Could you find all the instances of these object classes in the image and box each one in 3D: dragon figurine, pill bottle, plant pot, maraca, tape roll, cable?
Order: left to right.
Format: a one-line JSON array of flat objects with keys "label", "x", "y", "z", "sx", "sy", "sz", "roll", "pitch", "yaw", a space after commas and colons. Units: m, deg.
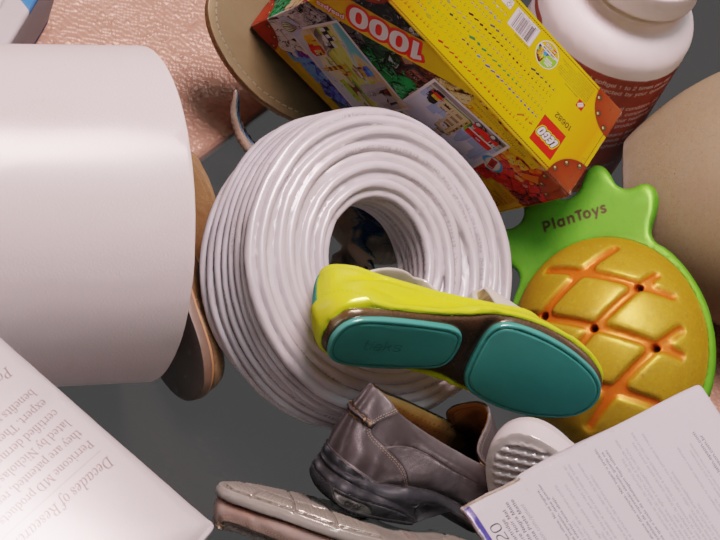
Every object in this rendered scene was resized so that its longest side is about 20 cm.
[{"label": "tape roll", "x": -0.192, "y": -0.032, "z": 1.305, "sx": 0.138, "sy": 0.203, "sz": 0.204, "roll": -2, "pitch": 55, "yaw": -24}, {"label": "dragon figurine", "x": -0.003, "y": -0.051, "z": 1.488, "sx": 0.200, "sy": 0.059, "sz": 0.099, "roll": 44, "pitch": 49, "yaw": 7}, {"label": "cable", "x": 0.000, "y": 0.000, "z": 1.379, "sx": 0.200, "sy": 0.069, "sz": 0.201, "roll": -44, "pitch": 107, "yaw": -29}, {"label": "pill bottle", "x": 0.162, "y": -0.151, "z": 1.540, "sx": 0.111, "sy": 0.200, "sz": 0.113, "roll": 11, "pitch": 52, "yaw": -14}, {"label": "maraca", "x": 0.157, "y": 0.030, "z": 1.450, "sx": 0.136, "sy": 0.107, "sz": 0.202, "roll": -17, "pitch": 70, "yaw": 10}, {"label": "plant pot", "x": 0.249, "y": -0.048, "z": 1.523, "sx": 0.133, "sy": 0.201, "sz": 0.202, "roll": -3, "pitch": 51, "yaw": 10}]

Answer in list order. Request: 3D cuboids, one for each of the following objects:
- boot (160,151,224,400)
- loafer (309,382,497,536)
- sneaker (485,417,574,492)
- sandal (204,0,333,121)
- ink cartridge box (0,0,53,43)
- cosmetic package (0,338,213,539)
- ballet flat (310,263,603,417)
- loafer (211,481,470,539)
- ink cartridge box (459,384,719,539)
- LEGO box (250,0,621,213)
[{"label": "boot", "x": -0.111, "y": -0.007, "z": 1.411, "sx": 0.075, "sy": 0.074, "sz": 0.201, "roll": 2, "pitch": 51, "yaw": -33}, {"label": "loafer", "x": 0.066, "y": 0.116, "z": 1.354, "sx": 0.199, "sy": 0.073, "sz": 0.073, "roll": 10, "pitch": 21, "yaw": -39}, {"label": "sneaker", "x": 0.141, "y": 0.146, "z": 1.357, "sx": 0.200, "sy": 0.073, "sz": 0.082, "roll": 53, "pitch": 31, "yaw": -31}, {"label": "sandal", "x": -0.036, "y": -0.125, "z": 1.536, "sx": 0.211, "sy": 0.069, "sz": 0.078, "roll": 29, "pitch": 70, "yaw": -26}, {"label": "ink cartridge box", "x": -0.312, "y": -0.187, "z": 1.451, "sx": 0.199, "sy": 0.084, "sz": 0.146, "roll": 25, "pitch": 50, "yaw": -3}, {"label": "cosmetic package", "x": -0.219, "y": 0.159, "z": 1.172, "sx": 0.200, "sy": 0.168, "sz": 0.166, "roll": 39, "pitch": 50, "yaw": 9}, {"label": "ballet flat", "x": 0.058, "y": 0.035, "z": 1.336, "sx": 0.199, "sy": 0.067, "sz": 0.067, "roll": 14, "pitch": 35, "yaw": -27}, {"label": "loafer", "x": 0.003, "y": 0.178, "z": 1.317, "sx": 0.198, "sy": 0.072, "sz": 0.063, "roll": 16, "pitch": 94, "yaw": -9}, {"label": "ink cartridge box", "x": 0.170, "y": 0.183, "z": 1.237, "sx": 0.199, "sy": 0.041, "sz": 0.200, "roll": -21, "pitch": 71, "yaw": -36}, {"label": "LEGO box", "x": 0.049, "y": -0.132, "z": 1.460, "sx": 0.200, "sy": 0.149, "sz": 0.077, "roll": 44, "pitch": 63, "yaw": -18}]
